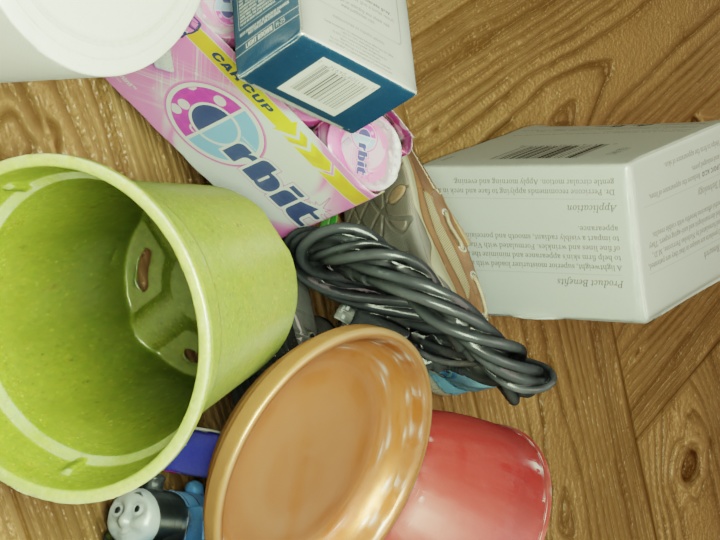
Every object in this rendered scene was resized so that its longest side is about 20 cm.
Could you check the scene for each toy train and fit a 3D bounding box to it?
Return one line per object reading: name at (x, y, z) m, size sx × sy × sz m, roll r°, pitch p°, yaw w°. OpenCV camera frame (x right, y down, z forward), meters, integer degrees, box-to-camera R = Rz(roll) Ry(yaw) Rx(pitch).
toy train at (-0.103, 0.200, 1.233) m, size 0.200 × 0.087 × 0.114 m, roll 17°, pitch 69°, yaw -51°

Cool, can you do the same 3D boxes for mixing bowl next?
mixing bowl at (0.030, 0.178, 1.343) m, size 0.108 × 0.200 × 0.200 m, roll 35°, pitch 62°, yaw -30°

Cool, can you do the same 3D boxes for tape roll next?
tape roll at (-0.197, -0.208, 1.037) m, size 0.203 × 0.139 × 0.203 m, roll -2°, pitch 93°, yaw -53°

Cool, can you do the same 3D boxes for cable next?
cable at (0.043, 0.025, 1.211) m, size 0.051 × 0.200 × 0.163 m, roll -55°, pitch 153°, yaw -14°

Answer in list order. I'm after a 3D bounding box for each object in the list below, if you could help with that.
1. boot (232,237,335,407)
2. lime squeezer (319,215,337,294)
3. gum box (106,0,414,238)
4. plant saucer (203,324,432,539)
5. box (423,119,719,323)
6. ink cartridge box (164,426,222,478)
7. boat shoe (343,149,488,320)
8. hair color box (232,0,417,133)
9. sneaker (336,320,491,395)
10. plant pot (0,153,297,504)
boot at (-0.055, 0.030, 1.314) m, size 0.132 × 0.070 × 0.200 m, roll 20°, pitch 64°, yaw -69°
lime squeezer at (0.000, 0.000, 1.355) m, size 0.200 × 0.071 × 0.038 m, roll 61°, pitch 3°, yaw 32°
gum box at (-0.071, -0.112, 1.185) m, size 0.200 × 0.113 × 0.066 m, roll 45°, pitch 53°, yaw -21°
plant saucer at (-0.031, 0.125, 1.190) m, size 0.200 × 0.037 × 0.200 m, roll -29°, pitch 132°, yaw -38°
box at (0.187, -0.045, 1.524) m, size 0.200 × 0.199 × 0.131 m, roll -23°, pitch 110°, yaw -52°
ink cartridge box at (-0.087, 0.127, 1.237) m, size 0.200 × 0.095 × 0.037 m, roll 22°, pitch 76°, yaw -52°
boat shoe at (0.044, -0.019, 1.386) m, size 0.072 × 0.076 × 0.200 m, roll 11°, pitch 54°, yaw -43°
hair color box at (-0.027, -0.195, 1.134) m, size 0.100 × 0.060 × 0.200 m, roll 24°, pitch 50°, yaw -40°
sneaker at (0.060, 0.045, 1.442) m, size 0.200 × 0.090 × 0.078 m, roll 26°, pitch 70°, yaw -47°
plant pot at (-0.136, 0.021, 1.110) m, size 0.184 × 0.200 × 0.201 m, roll -20°, pitch 107°, yaw -65°
